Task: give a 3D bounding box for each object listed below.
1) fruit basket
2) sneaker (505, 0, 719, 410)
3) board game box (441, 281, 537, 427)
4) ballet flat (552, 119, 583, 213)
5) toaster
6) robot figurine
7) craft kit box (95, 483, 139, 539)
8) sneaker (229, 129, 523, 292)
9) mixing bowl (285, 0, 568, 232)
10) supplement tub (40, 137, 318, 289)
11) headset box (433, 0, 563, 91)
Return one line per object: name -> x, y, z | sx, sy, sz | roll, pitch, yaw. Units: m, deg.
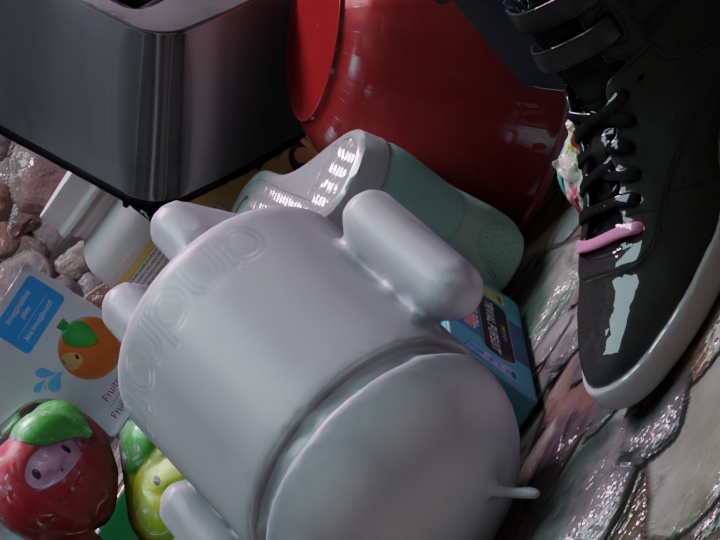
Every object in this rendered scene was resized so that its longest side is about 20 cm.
fruit basket -> -0.127, 0.122, 1.301 | 0.186, 0.199, 0.094 | -58, 7, -17
sneaker -> 0.088, -0.054, 0.968 | 0.071, 0.099, 0.201 | -17, 50, 53
board game box -> -0.001, 0.102, 1.168 | 0.200, 0.047, 0.151 | -54, 8, 12
ballet flat -> 0.145, -0.101, 1.074 | 0.064, 0.075, 0.201 | -1, 60, 55
toaster -> -0.106, -0.128, 1.418 | 0.181, 0.199, 0.119 | -33, -40, -41
robot figurine -> -0.017, 0.054, 1.033 | 0.113, 0.200, 0.170 | 7, -61, -50
craft kit box -> -0.119, 0.170, 1.458 | 0.201, 0.048, 0.198 | -60, -10, -25
sneaker -> 0.000, 0.000, 1.301 | 0.200, 0.118, 0.074 | -21, 44, 62
mixing bowl -> 0.027, -0.116, 1.322 | 0.200, 0.108, 0.202 | -174, 90, -74
supplement tub -> -0.071, -0.026, 1.557 | 0.146, 0.199, 0.145 | -54, 8, 12
headset box -> 0.095, -0.196, 1.153 | 0.200, 0.174, 0.093 | -47, 20, -10
